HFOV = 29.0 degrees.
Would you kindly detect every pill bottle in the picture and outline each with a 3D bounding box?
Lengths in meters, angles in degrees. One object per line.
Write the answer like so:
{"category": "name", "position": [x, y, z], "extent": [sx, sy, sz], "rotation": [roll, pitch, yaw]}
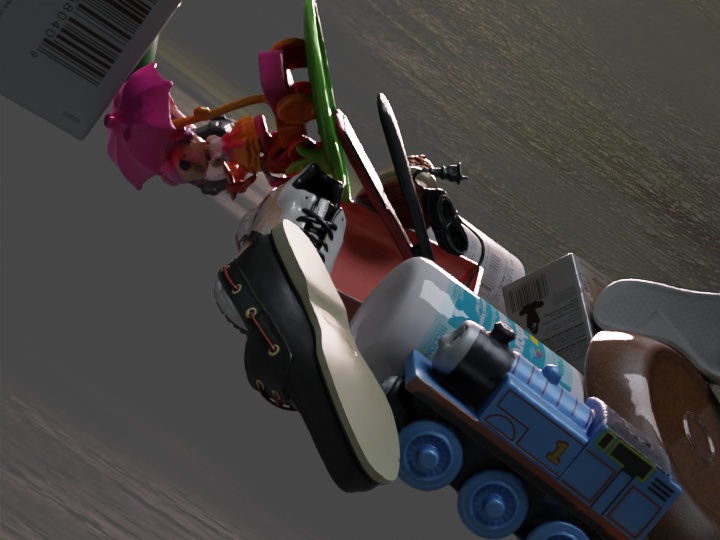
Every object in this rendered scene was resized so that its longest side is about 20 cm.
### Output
{"category": "pill bottle", "position": [0.086, 0.088, 0.991], "extent": [0.200, 0.111, 0.111], "rotation": [36, 8, -13]}
{"category": "pill bottle", "position": [0.077, -0.014, 1.542], "extent": [0.200, 0.115, 0.114], "rotation": [34, 8, -26]}

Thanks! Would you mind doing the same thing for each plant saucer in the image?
{"category": "plant saucer", "position": [0.000, 0.000, 1.162], "extent": [0.199, 0.037, 0.200], "rotation": [27, 22, -1]}
{"category": "plant saucer", "position": [0.234, 0.128, 1.015], "extent": [0.200, 0.037, 0.201], "rotation": [38, 36, -33]}

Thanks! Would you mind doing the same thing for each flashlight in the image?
{"category": "flashlight", "position": [-0.138, -0.120, 1.357], "extent": [0.068, 0.068, 0.200], "rotation": [33, 9, -10]}

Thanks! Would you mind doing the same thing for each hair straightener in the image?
{"category": "hair straightener", "position": [0.051, -0.050, 1.078], "extent": [0.041, 0.077, 0.201], "rotation": [-95, 161, -62]}

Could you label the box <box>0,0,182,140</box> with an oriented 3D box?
{"category": "box", "position": [-0.258, -0.251, 1.065], "extent": [0.200, 0.199, 0.171], "rotation": [31, 10, -41]}

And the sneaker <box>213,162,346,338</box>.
{"category": "sneaker", "position": [-0.051, -0.013, 0.982], "extent": [0.074, 0.080, 0.200], "rotation": [35, 24, -20]}

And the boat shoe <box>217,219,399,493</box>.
{"category": "boat shoe", "position": [-0.032, 0.057, 0.830], "extent": [0.074, 0.063, 0.202], "rotation": [45, 14, -47]}

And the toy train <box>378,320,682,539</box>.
{"category": "toy train", "position": [0.104, 0.116, 0.895], "extent": [0.200, 0.114, 0.087], "rotation": [38, 7, -5]}

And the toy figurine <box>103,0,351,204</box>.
{"category": "toy figurine", "position": [-0.110, -0.111, 1.115], "extent": [0.200, 0.183, 0.151], "rotation": [76, 5, -61]}

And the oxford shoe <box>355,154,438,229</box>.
{"category": "oxford shoe", "position": [0.038, -0.079, 1.276], "extent": [0.070, 0.075, 0.200], "rotation": [27, -9, -7]}

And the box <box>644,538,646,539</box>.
{"category": "box", "position": [0.258, 0.188, 1.085], "extent": [0.157, 0.051, 0.201], "rotation": [32, 40, -41]}

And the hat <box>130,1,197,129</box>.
{"category": "hat", "position": [-0.254, -0.187, 1.405], "extent": [0.198, 0.177, 0.166], "rotation": [-3, 21, -11]}

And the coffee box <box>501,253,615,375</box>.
{"category": "coffee box", "position": [0.197, 0.103, 1.194], "extent": [0.114, 0.079, 0.201], "rotation": [27, 45, -45]}

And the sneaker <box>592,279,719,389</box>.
{"category": "sneaker", "position": [0.289, 0.069, 1.124], "extent": [0.199, 0.071, 0.099], "rotation": [20, -17, 46]}
